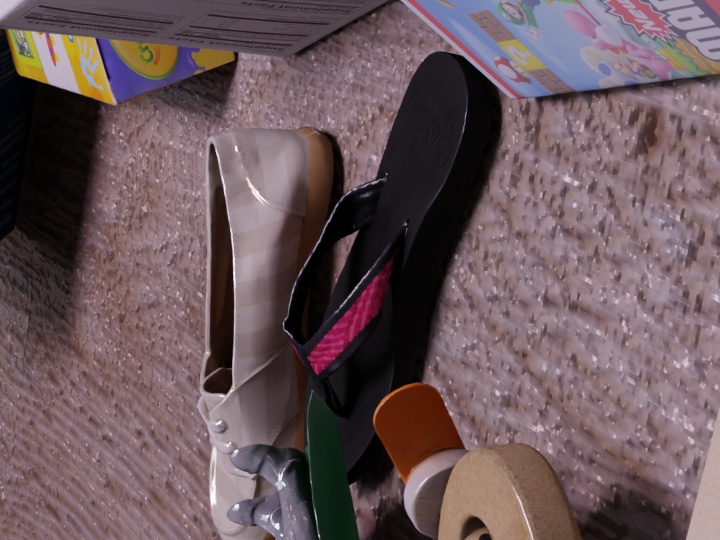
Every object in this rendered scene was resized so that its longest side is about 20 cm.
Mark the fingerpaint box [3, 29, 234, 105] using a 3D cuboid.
[{"bbox_3d":[-0.151,-0.197,1.077,0.167,0.073,0.200,21,130,63],"label":"fingerpaint box"}]

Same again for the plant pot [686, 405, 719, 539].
[{"bbox_3d":[0.152,0.116,0.413,0.177,0.199,0.200,-124,42,-67],"label":"plant pot"}]

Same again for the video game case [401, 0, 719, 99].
[{"bbox_3d":[0.056,-0.110,0.674,0.017,0.143,0.200,-57,22,-15],"label":"video game case"}]

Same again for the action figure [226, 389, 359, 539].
[{"bbox_3d":[-0.012,0.161,0.803,0.118,0.055,0.200,94,163,-50],"label":"action figure"}]

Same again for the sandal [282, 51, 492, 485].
[{"bbox_3d":[0.000,0.000,0.863,0.075,0.045,0.200,55,135,50],"label":"sandal"}]

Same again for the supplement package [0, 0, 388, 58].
[{"bbox_3d":[-0.057,-0.190,0.876,0.200,0.150,0.152,-18,72,61],"label":"supplement package"}]

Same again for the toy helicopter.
[{"bbox_3d":[0.037,0.127,0.754,0.200,0.079,0.132,110,144,-54],"label":"toy helicopter"}]

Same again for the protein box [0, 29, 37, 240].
[{"bbox_3d":[-0.282,-0.107,1.245,0.199,0.135,0.200,-65,-12,-72],"label":"protein box"}]

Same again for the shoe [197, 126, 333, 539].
[{"bbox_3d":[-0.053,0.032,0.957,0.070,0.053,0.201,20,105,62],"label":"shoe"}]
